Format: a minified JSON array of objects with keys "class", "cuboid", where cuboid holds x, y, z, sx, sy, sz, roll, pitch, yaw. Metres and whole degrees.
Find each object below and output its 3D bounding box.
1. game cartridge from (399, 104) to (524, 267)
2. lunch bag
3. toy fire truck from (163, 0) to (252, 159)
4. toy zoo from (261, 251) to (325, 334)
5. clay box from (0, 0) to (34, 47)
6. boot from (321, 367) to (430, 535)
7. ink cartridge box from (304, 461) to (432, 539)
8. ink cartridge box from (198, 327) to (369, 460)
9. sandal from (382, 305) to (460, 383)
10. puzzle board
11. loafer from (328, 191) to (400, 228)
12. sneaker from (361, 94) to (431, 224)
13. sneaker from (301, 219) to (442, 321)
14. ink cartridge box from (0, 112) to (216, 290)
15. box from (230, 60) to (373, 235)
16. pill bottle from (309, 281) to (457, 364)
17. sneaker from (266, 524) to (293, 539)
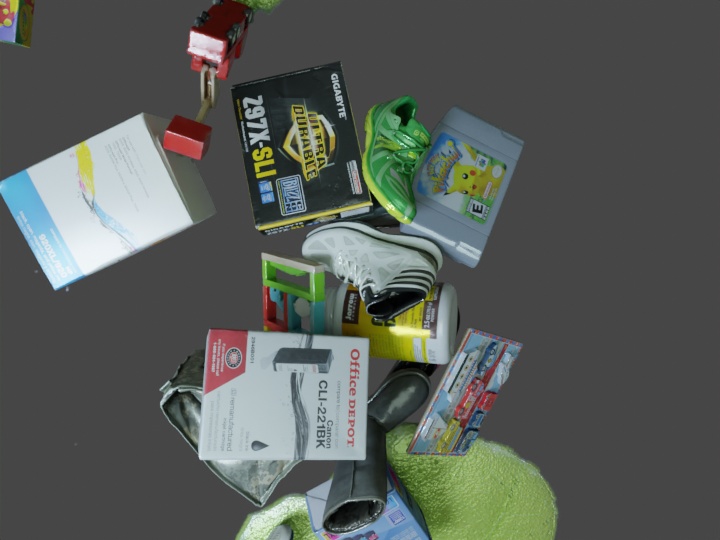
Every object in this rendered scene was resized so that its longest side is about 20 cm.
[{"class":"game cartridge","cuboid":[0.134,-0.121,0.814,0.131,0.041,0.203,23,76,1]},{"class":"lunch bag","cuboid":[-0.176,0.193,0.829,0.199,0.164,0.118,41,94,-10]},{"class":"toy fire truck","cuboid":[-0.189,-0.247,0.752,0.048,0.202,0.143,16,127,-8]},{"class":"toy zoo","cuboid":[-0.095,0.083,0.838,0.020,0.130,0.205,-9,106,-40]},{"class":"clay box","cuboid":[-0.480,-0.405,0.763,0.112,0.048,0.204,10,101,-5]},{"class":"boot","cuboid":[0.026,0.242,0.817,0.073,0.200,0.182,44,108,-8]},{"class":"ink cartridge box","cuboid":[0.023,0.386,0.899,0.135,0.077,0.202,-28,125,2]},{"class":"ink cartridge box","cuboid":[-0.091,0.151,0.722,0.196,0.084,0.148,5,79,-16]},{"class":"sandal","cuboid":[0.093,0.127,0.891,0.074,0.045,0.203,25,98,-6]},{"class":"puzzle board","cuboid":[0.159,0.187,0.876,0.149,0.017,0.203,17,101,-45]},{"class":"loafer","cuboid":[0.047,-0.094,0.851,0.195,0.063,0.073,-5,70,-6]},{"class":"sneaker","cuboid":[0.050,-0.153,0.768,0.083,0.204,0.074,-26,142,31]},{"class":"sneaker","cuboid":[0.000,0.000,0.770,0.196,0.116,0.077,7,129,18]},{"class":"ink cartridge box","cuboid":[-0.317,-0.094,0.778,0.197,0.147,0.147,-25,101,2]},{"class":"box","cuboid":[-0.079,-0.163,0.798,0.156,0.049,0.204,-12,81,1]},{"class":"pill bottle","cuboid":[0.033,0.067,0.831,0.196,0.109,0.112,3,101,16]},{"class":"sneaker","cuboid":[-0.129,0.491,0.936,0.083,0.075,0.203,22,108,-5]}]
